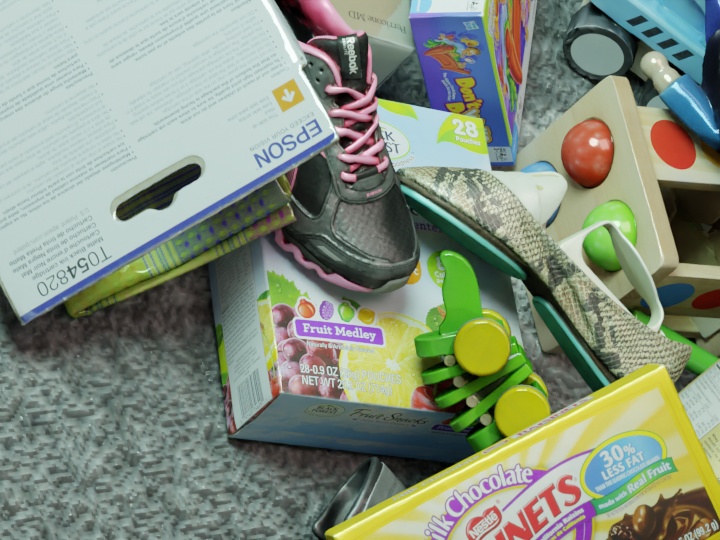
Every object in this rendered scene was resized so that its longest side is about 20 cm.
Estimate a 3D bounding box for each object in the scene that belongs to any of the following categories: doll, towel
[{"bbox_3d":[0.231,-0.118,1.585,0.136,0.048,0.201,5,73,-9],"label":"doll"},{"bbox_3d":[-0.132,-0.090,1.454,0.023,0.143,0.201,44,22,-76],"label":"towel"}]

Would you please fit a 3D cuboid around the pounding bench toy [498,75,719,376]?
[{"bbox_3d":[0.184,0.005,1.610,0.155,0.124,0.201,3,62,-33],"label":"pounding bench toy"}]

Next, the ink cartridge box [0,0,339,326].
[{"bbox_3d":[-0.135,-0.101,1.424,0.201,0.199,0.041,62,5,12],"label":"ink cartridge box"}]

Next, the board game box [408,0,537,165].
[{"bbox_3d":[0.074,-0.183,1.645,0.045,0.135,0.201,0,53,13],"label":"board game box"}]

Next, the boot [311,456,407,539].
[{"bbox_3d":[0.051,0.139,1.472,0.132,0.070,0.200,38,48,-9],"label":"boot"}]

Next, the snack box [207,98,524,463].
[{"bbox_3d":[0.000,0.000,1.523,0.168,0.068,0.201,8,58,-31],"label":"snack box"}]

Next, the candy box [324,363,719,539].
[{"bbox_3d":[0.091,0.137,1.413,0.199,0.026,0.103,-27,92,-11],"label":"candy box"}]

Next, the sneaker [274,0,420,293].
[{"bbox_3d":[-0.019,-0.084,1.455,0.079,0.095,0.201,-18,75,-38],"label":"sneaker"}]

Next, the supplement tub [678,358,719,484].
[{"bbox_3d":[0.255,0.097,1.511,0.145,0.200,0.145,50,5,-6],"label":"supplement tub"}]

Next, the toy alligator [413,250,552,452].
[{"bbox_3d":[0.080,0.085,1.459,0.200,0.054,0.059,59,6,-5],"label":"toy alligator"}]

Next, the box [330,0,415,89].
[{"bbox_3d":[-0.032,-0.204,1.618,0.095,0.078,0.201,11,57,-30],"label":"box"}]

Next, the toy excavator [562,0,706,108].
[{"bbox_3d":[0.202,-0.207,1.700,0.194,0.200,0.100,36,48,-12],"label":"toy excavator"}]

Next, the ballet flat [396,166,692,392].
[{"bbox_3d":[0.108,-0.006,1.510,0.200,0.068,0.075,44,83,-10],"label":"ballet flat"}]
